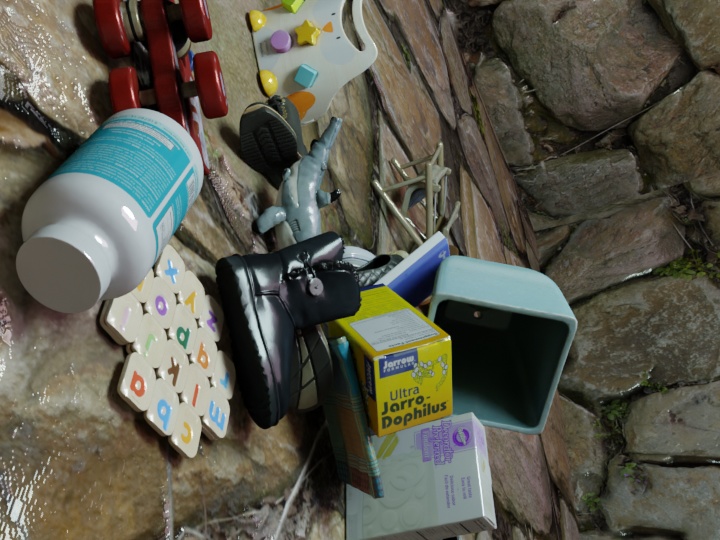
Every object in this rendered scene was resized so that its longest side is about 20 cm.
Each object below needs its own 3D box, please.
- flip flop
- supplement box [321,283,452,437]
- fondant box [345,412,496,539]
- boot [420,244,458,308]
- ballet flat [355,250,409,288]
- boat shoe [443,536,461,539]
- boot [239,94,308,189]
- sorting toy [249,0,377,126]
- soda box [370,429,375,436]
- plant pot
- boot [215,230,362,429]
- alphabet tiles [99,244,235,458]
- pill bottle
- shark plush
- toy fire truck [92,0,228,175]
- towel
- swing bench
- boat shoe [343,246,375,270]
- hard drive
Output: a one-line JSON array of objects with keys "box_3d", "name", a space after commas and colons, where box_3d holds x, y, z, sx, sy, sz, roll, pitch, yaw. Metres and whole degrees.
[{"box_3d": [-0.086, 0.076, 1.016, 0.058, 0.080, 0.203, 13, 57, -84], "name": "flip flop"}, {"box_3d": [0.027, 0.110, 1.055, 0.200, 0.107, 0.111, -141, -137, -60], "name": "supplement box"}, {"box_3d": [0.077, 0.290, 1.099, 0.058, 0.197, 0.146, 51, 29, -47], "name": "fondant box"}, {"box_3d": [0.151, 0.058, 1.678, 0.201, 0.075, 0.157, -56, 153, -51], "name": "boot"}, {"box_3d": [0.000, 0.000, 1.194, 0.198, 0.066, 0.058, -20, 97, -38], "name": "ballet flat"}, {"box_3d": [0.137, 0.450, 1.347, 0.076, 0.061, 0.200, 69, 19, -8], "name": "boat shoe"}, {"box_3d": [-0.125, -0.209, 1.128, 0.200, 0.076, 0.141, 64, 14, -65], "name": "boot"}, {"box_3d": [-0.064, -0.349, 1.222, 0.107, 0.177, 0.204, 15, 60, -67], "name": "sorting toy"}, {"box_3d": [0.042, 0.162, 1.259, 0.067, 0.064, 0.202, 19, 42, -11], "name": "soda box"}, {"box_3d": [0.183, 0.082, 1.168, 0.201, 0.192, 0.199, -78, 179, -61], "name": "plant pot"}, {"box_3d": [-0.067, 0.063, 0.933, 0.166, 0.076, 0.204, -12, 86, -33], "name": "boot"}, {"box_3d": [-0.186, 0.078, 0.809, 0.198, 0.014, 0.201, -88, 155, -46], "name": "alphabet tiles"}, {"box_3d": [-0.213, -0.051, 0.689, 0.201, 0.109, 0.112, -75, 144, -56], "name": "pill bottle"}, {"box_3d": [-0.061, -0.103, 1.088, 0.203, 0.082, 0.091, -66, 158, -8], "name": "shark plush"}, {"box_3d": [-0.205, -0.216, 0.875, 0.168, 0.110, 0.204, 106, -28, -81], "name": "toy fire truck"}, {"box_3d": [-0.023, 0.185, 1.046, 0.146, 0.021, 0.204, 164, -87, -70], "name": "towel"}, {"box_3d": [0.131, -0.134, 1.674, 0.199, 0.128, 0.203, -58, 130, -65], "name": "swing bench"}, {"box_3d": [0.011, 0.031, 1.296, 0.200, 0.072, 0.068, 46, 31, -55], "name": "boat shoe"}, {"box_3d": [0.053, 0.039, 1.211, 0.025, 0.199, 0.132, 47, -9, 25], "name": "hard drive"}]
